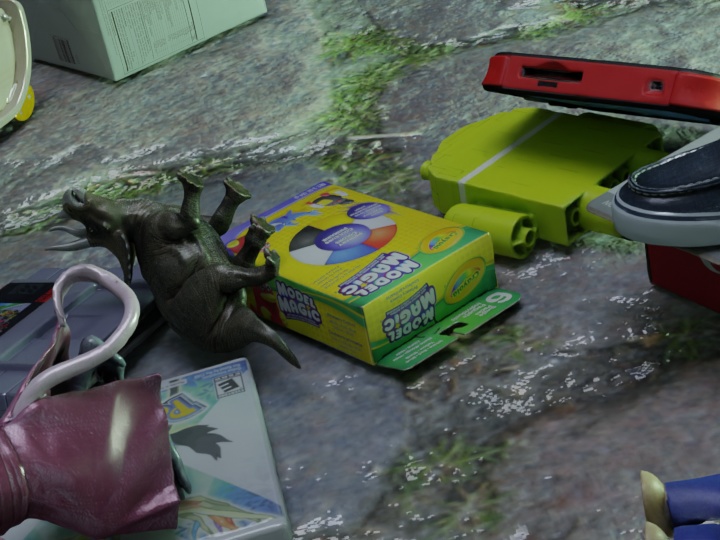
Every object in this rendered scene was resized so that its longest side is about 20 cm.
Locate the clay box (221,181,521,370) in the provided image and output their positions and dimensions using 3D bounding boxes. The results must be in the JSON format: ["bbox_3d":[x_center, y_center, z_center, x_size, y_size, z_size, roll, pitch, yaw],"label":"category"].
[{"bbox_3d":[0.000,0.000,1.000,0.115,0.048,0.199,-30,31,-32],"label":"clay box"}]

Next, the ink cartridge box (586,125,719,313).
[{"bbox_3d":[0.260,-0.014,0.874,0.175,0.084,0.200,-27,30,-22],"label":"ink cartridge box"}]

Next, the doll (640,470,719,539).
[{"bbox_3d":[0.232,0.109,0.696,0.198,0.049,0.137,-7,29,12],"label":"doll"}]

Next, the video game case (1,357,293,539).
[{"bbox_3d":[-0.147,0.126,0.859,0.198,0.022,0.183,-15,28,-4],"label":"video game case"}]

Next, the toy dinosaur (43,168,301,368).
[{"bbox_3d":[-0.103,0.003,0.979,0.200,0.102,0.077,44,21,15],"label":"toy dinosaur"}]

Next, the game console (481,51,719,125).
[{"bbox_3d":[0.203,-0.118,1.061,0.199,0.031,0.176,14,3,40],"label":"game console"}]

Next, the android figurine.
[{"bbox_3d":[0.132,-0.068,1.077,0.199,0.041,0.182,14,38,41],"label":"android figurine"}]

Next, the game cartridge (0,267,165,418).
[{"bbox_3d":[-0.214,0.045,1.003,0.129,0.039,0.200,4,24,21],"label":"game cartridge"}]

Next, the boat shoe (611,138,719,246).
[{"bbox_3d":[0.229,-0.077,0.817,0.198,0.091,0.071,-11,29,9],"label":"boat shoe"}]

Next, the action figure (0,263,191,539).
[{"bbox_3d":[-0.180,0.103,0.752,0.199,0.150,0.134,-18,31,-39],"label":"action figure"}]

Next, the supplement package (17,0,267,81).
[{"bbox_3d":[-0.242,-0.313,1.583,0.199,0.148,0.191,-30,32,-30],"label":"supplement package"}]

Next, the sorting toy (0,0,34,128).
[{"bbox_3d":[-0.429,-0.162,1.450,0.179,0.108,0.200,-6,28,30],"label":"sorting toy"}]
